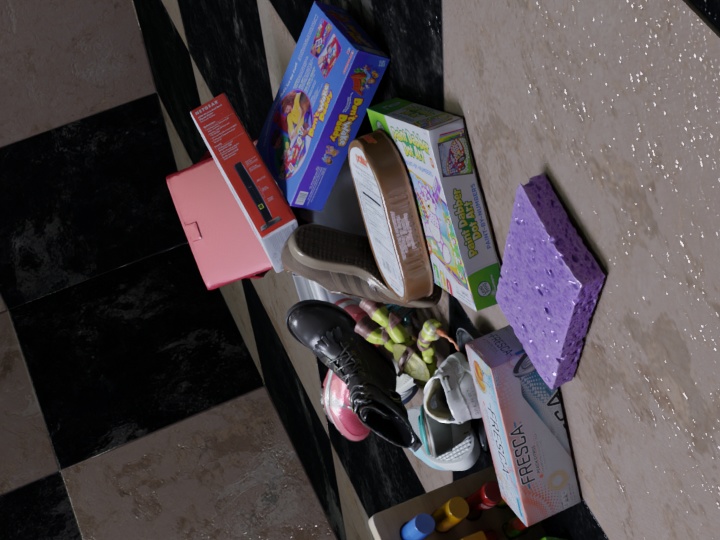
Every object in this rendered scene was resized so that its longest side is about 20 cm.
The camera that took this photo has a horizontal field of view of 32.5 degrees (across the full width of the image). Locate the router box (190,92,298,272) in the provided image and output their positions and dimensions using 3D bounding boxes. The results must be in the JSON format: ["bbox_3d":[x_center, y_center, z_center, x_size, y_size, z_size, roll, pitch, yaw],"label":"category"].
[{"bbox_3d":[-0.134,-0.103,1.531,0.180,0.049,0.200,60,176,10],"label":"router box"}]

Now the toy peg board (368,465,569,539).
[{"bbox_3d":[0.145,0.324,1.385,0.201,0.198,0.098,65,152,18],"label":"toy peg board"}]

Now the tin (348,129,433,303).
[{"bbox_3d":[0.033,-0.057,1.376,0.112,0.042,0.202,37,145,61],"label":"tin"}]

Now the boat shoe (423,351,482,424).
[{"bbox_3d":[0.100,0.136,1.379,0.200,0.069,0.071,145,100,-82],"label":"boat shoe"}]

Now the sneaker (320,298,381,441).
[{"bbox_3d":[-0.006,0.143,1.689,0.087,0.073,0.202,15,112,58],"label":"sneaker"}]

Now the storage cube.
[{"bbox_3d":[-0.139,-0.096,1.776,0.171,0.179,0.202,-26,-83,-58],"label":"storage cube"}]

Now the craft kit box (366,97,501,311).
[{"bbox_3d":[0.080,-0.076,1.320,0.200,0.048,0.199,-143,37,-68],"label":"craft kit box"}]

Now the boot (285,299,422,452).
[{"bbox_3d":[-0.006,0.130,1.552,0.199,0.069,0.174,37,-167,-19],"label":"boot"}]

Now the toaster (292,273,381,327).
[{"bbox_3d":[-0.033,0.033,1.821,0.200,0.113,0.130,-170,58,-80],"label":"toaster"}]

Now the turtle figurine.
[{"bbox_3d":[0.063,0.105,1.543,0.161,0.064,0.200,41,161,22],"label":"turtle figurine"}]

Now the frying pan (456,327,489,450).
[{"bbox_3d":[0.151,0.148,1.408,0.115,0.031,0.191,-131,20,-63],"label":"frying pan"}]

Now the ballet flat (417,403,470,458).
[{"bbox_3d":[0.103,0.186,1.495,0.200,0.063,0.068,72,-172,-84],"label":"ballet flat"}]

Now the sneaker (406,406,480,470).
[{"bbox_3d":[0.120,0.235,1.655,0.082,0.074,0.200,41,173,-21],"label":"sneaker"}]

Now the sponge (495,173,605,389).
[{"bbox_3d":[0.167,0.015,1.115,0.201,0.030,0.112,91,155,-59],"label":"sponge"}]

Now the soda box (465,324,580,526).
[{"bbox_3d":[0.167,0.158,1.262,0.064,0.068,0.202,-134,25,-60],"label":"soda box"}]

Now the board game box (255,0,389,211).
[{"bbox_3d":[-0.049,-0.191,1.438,0.201,0.044,0.135,-64,36,25],"label":"board game box"}]

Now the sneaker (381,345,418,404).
[{"bbox_3d":[0.060,0.146,1.746,0.200,0.084,0.076,-40,59,52],"label":"sneaker"}]

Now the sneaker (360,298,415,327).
[{"bbox_3d":[0.041,0.019,1.609,0.087,0.077,0.200,57,174,21],"label":"sneaker"}]

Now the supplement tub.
[{"bbox_3d":[-0.030,-0.094,1.581,0.200,0.122,0.124,-160,50,-73],"label":"supplement tub"}]

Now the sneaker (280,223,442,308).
[{"bbox_3d":[0.000,0.000,1.486,0.076,0.198,0.071,133,155,-57],"label":"sneaker"}]
